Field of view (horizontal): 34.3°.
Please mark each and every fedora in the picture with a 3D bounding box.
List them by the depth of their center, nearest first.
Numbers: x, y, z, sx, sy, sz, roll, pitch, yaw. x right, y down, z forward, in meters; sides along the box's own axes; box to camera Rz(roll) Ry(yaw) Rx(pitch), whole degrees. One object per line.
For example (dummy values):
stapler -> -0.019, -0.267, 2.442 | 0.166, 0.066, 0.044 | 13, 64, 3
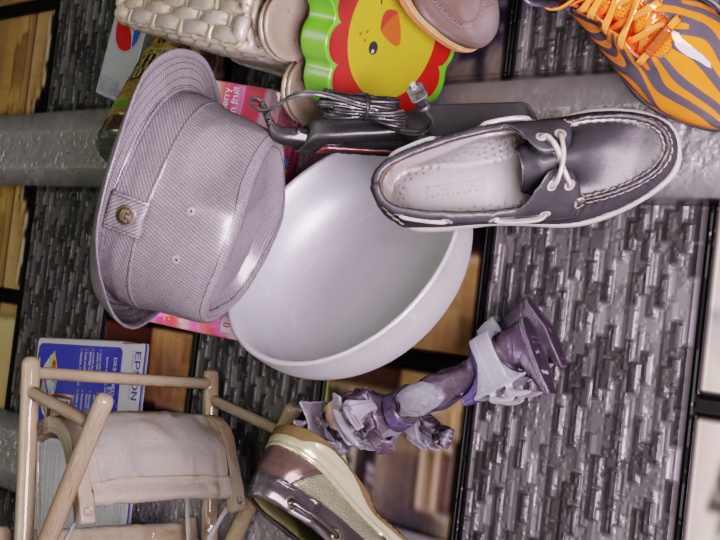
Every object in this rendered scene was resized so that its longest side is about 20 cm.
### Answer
fedora -> -0.109, -0.045, 0.820 | 0.089, 0.177, 0.202 | 19, 92, 14

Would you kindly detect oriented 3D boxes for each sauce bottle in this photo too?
sauce bottle -> -0.167, -0.173, 1.028 | 0.064, 0.065, 0.202 | -18, 42, 42

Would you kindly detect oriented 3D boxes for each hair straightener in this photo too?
hair straightener -> 0.024, -0.108, 0.784 | 0.077, 0.197, 0.041 | 104, 171, -56

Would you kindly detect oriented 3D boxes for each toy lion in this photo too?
toy lion -> 0.021, -0.207, 0.830 | 0.068, 0.192, 0.201 | 20, 66, 40

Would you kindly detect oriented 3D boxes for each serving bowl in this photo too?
serving bowl -> 0.000, 0.000, 0.855 | 0.198, 0.066, 0.202 | -21, 44, 22

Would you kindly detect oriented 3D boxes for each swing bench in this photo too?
swing bench -> -0.177, 0.186, 0.939 | 0.129, 0.198, 0.203 | 15, 94, 45

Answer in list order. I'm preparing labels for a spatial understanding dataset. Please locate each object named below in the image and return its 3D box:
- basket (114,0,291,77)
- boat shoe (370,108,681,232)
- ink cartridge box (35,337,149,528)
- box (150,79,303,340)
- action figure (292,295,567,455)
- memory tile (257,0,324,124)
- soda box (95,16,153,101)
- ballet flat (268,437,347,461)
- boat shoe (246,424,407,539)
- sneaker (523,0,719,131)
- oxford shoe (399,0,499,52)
basket -> -0.069, -0.260, 0.929 | 0.199, 0.160, 0.201 | 23, 101, 46
boat shoe -> 0.103, -0.065, 0.741 | 0.197, 0.060, 0.075 | -5, 86, 14
ink cartridge box -> -0.258, 0.168, 1.135 | 0.199, 0.047, 0.200 | 0, 82, 43
box -> -0.117, -0.051, 0.962 | 0.101, 0.095, 0.203 | 11, 91, 9
action figure -> 0.040, 0.091, 0.793 | 0.199, 0.130, 0.070 | -29, 79, 23
memory tile -> -0.024, -0.219, 0.832 | 0.017, 0.153, 0.202 | 16, 136, 47
soda box -> -0.185, -0.252, 1.106 | 0.063, 0.068, 0.202 | 26, 102, 44
ballet flat -> -0.024, 0.208, 0.879 | 0.067, 0.062, 0.201 | -44, 56, 32
boat shoe -> -0.010, 0.193, 0.788 | 0.073, 0.201, 0.065 | -11, 33, 53
sneaker -> 0.150, -0.157, 0.704 | 0.200, 0.112, 0.078 | 48, 119, 19
oxford shoe -> 0.064, -0.211, 0.774 | 0.072, 0.200, 0.072 | 24, 73, 33
